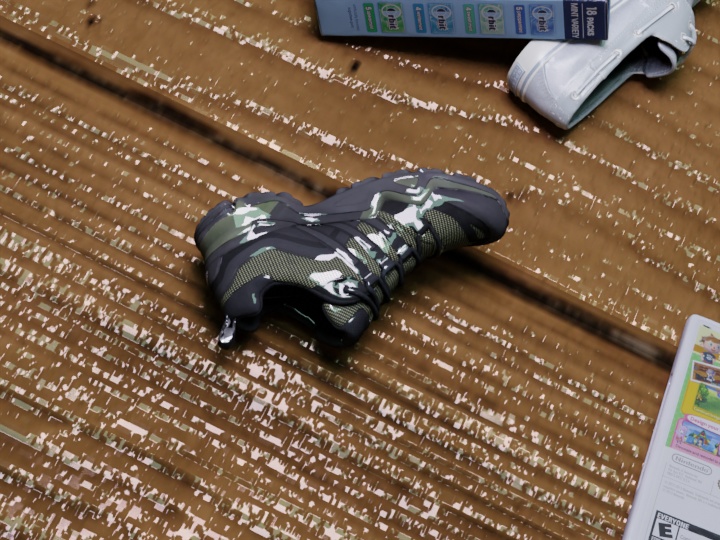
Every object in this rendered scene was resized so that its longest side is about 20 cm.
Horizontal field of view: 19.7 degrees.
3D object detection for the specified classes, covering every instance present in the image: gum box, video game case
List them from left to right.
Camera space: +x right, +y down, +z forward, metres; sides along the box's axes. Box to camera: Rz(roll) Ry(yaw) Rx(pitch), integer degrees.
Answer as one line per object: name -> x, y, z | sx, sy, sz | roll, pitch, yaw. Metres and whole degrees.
gum box -> 0.077, -0.238, 1.440 | 0.198, 0.045, 0.171 | 1, 55, 10
video game case -> 0.278, 0.139, 1.308 | 0.199, 0.022, 0.183 | 22, 57, 2

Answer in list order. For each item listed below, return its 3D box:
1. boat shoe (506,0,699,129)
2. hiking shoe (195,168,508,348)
boat shoe -> 0.194, -0.162, 1.445 | 0.200, 0.070, 0.072 | -35, 72, -21
hiking shoe -> 0.000, 0.000, 1.299 | 0.199, 0.076, 0.101 | -9, 70, -7
